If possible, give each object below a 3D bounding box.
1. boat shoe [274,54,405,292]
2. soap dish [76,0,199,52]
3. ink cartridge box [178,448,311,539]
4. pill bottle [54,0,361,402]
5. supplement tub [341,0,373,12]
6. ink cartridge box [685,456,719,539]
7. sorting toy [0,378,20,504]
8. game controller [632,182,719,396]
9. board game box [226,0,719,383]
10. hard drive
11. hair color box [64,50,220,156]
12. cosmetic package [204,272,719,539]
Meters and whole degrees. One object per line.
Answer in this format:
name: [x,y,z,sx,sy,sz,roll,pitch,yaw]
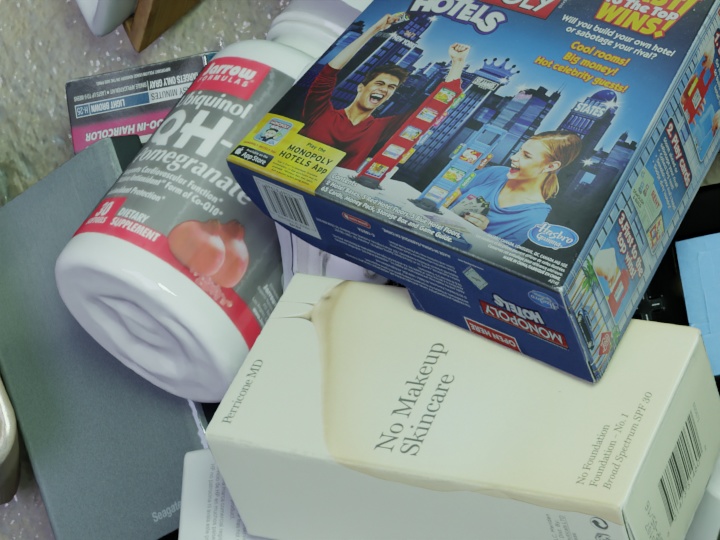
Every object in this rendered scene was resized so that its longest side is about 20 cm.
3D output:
boat shoe: [0.000,0.000,1.392,0.070,0.071,0.201,16,106,45]
soap dish: [-0.118,-0.221,1.505,0.158,0.081,0.200,65,163,12]
ink cartridge box: [0.022,0.144,1.333,0.199,0.084,0.145,-11,47,14]
pill bottle: [-0.053,-0.043,1.462,0.110,0.111,0.200,21,62,29]
supplement tub: [0.048,-0.227,1.409,0.145,0.144,0.200,42,115,22]
ink cartridge box: [0.216,0.112,1.343,0.200,0.116,0.068,36,141,25]
sorting toy: [-0.226,0.023,1.603,0.036,0.185,0.201,-17,81,-9]
game controller: [0.195,0.008,1.333,0.199,0.042,0.105,-11,85,-11]
board game box: [0.079,-0.069,1.304,0.199,0.200,0.062,23,150,39]
hard drive: [-0.132,0.049,1.543,0.139,0.033,0.201,-30,75,42]
hair color box: [-0.089,-0.010,1.567,0.100,0.060,0.201,-9,90,34]
cosmetic package: [0.047,0.071,1.279,0.199,0.104,0.073,8,140,27]
